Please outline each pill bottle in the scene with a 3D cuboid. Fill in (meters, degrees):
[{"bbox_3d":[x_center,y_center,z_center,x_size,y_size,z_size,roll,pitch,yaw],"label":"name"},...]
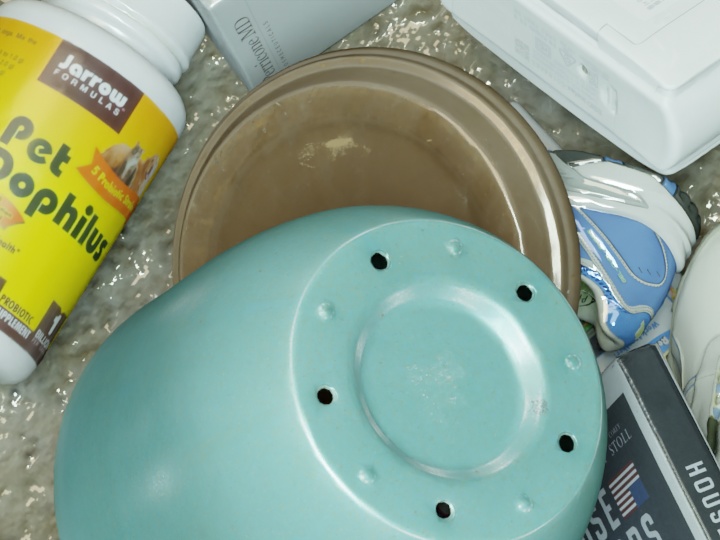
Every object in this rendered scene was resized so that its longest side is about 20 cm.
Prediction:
[{"bbox_3d":[-0.158,-0.053,1.151,0.109,0.109,0.200,25,75,20],"label":"pill bottle"}]

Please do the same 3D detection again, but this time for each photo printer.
[{"bbox_3d":[0.160,-0.149,1.119,0.200,0.069,0.166,-35,55,-23],"label":"photo printer"}]

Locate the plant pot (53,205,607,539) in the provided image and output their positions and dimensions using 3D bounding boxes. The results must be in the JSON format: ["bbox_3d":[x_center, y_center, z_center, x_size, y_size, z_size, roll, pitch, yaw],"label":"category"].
[{"bbox_3d":[0.001,0.067,0.913,0.201,0.161,0.201,9,66,-21],"label":"plant pot"}]

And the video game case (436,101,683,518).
[{"bbox_3d":[0.053,0.044,1.114,0.200,0.024,0.182,-39,66,-6],"label":"video game case"}]

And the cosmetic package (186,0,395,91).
[{"bbox_3d":[0.001,-0.185,1.176,0.200,0.101,0.071,-35,66,-3],"label":"cosmetic package"}]

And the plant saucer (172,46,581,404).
[{"bbox_3d":[0.000,0.000,1.066,0.200,0.029,0.200,2,94,23],"label":"plant saucer"}]

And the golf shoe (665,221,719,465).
[{"bbox_3d":[0.170,0.066,1.024,0.078,0.097,0.200,4,76,3],"label":"golf shoe"}]

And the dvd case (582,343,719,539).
[{"bbox_3d":[0.130,0.148,0.976,0.025,0.150,0.200,-18,71,-24],"label":"dvd case"}]

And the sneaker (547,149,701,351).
[{"bbox_3d":[0.049,-0.022,1.086,0.200,0.076,0.077,14,66,17],"label":"sneaker"}]
